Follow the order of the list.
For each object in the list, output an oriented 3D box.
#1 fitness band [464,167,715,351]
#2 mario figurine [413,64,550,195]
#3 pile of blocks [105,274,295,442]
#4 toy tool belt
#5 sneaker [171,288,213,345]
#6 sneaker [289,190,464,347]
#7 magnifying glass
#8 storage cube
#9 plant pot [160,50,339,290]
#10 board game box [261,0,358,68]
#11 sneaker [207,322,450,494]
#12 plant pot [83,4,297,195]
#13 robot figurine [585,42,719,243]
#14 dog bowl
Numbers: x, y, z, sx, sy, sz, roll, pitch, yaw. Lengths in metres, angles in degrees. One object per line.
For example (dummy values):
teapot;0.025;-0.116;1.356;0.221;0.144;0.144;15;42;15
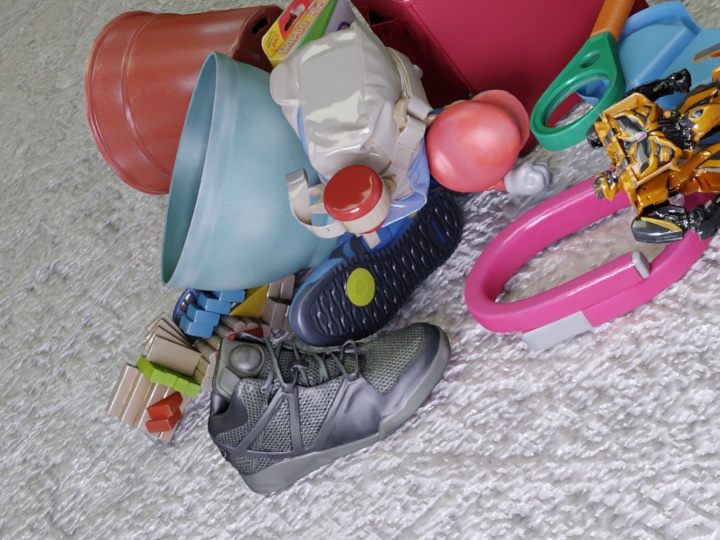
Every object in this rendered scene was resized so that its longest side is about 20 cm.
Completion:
fitness band;0.164;-0.016;1.197;0.199;0.037;0.144;-25;30;26
mario figurine;0.088;-0.116;1.354;0.200;0.122;0.107;-174;88;-73
pile of blocks;-0.132;0.066;1.414;0.200;0.082;0.062;-44;26;-9
toy tool belt;0.007;-0.086;1.275;0.124;0.123;0.201;-22;50;13
sneaker;-0.103;-0.003;1.512;0.200;0.076;0.078;-47;16;-28
sneaker;0.000;0.000;1.327;0.078;0.066;0.200;-1;30;45
magnifying glass;0.188;-0.168;1.311;0.079;0.022;0.201;-17;37;41
storage cube;0.115;-0.234;1.437;0.200;0.180;0.171;-44;26;-5
plant pot;-0.083;-0.072;1.392;0.200;0.133;0.202;-169;90;-77
board game box;-0.012;-0.157;1.464;0.030;0.201;0.096;1;47;43
sneaker;-0.034;0.082;1.225;0.198;0.114;0.077;-29;33;19
plant pot;-0.154;-0.189;1.735;0.194;0.201;0.202;-5;42;37
robot figurine;0.250;-0.101;1.129;0.199;0.058;0.146;-24;50;5
dog bowl;0.250;-0.151;1.277;0.112;0.050;0.200;-47;27;-12
